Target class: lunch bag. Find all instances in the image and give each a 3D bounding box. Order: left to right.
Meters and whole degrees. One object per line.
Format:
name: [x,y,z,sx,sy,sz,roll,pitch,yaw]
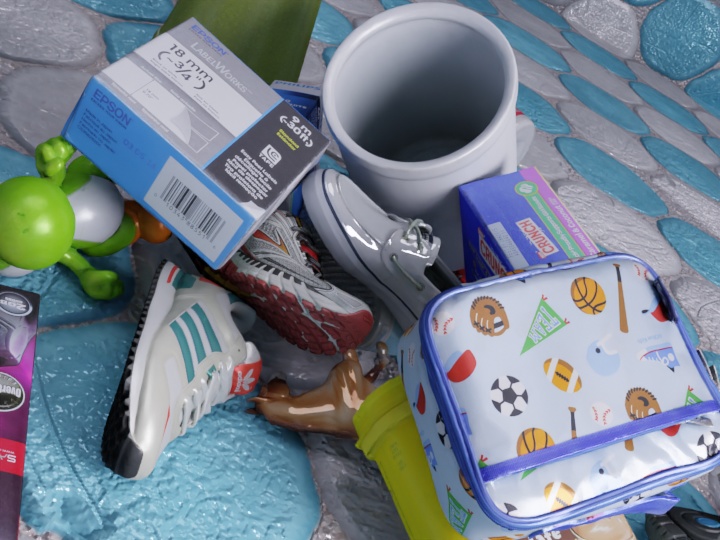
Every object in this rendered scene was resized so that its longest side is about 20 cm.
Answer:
lunch bag: [0.130,0.078,0.589,0.197,0.076,0.163,-10,67,-22]

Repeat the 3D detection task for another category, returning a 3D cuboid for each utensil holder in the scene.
utensil holder: [0.065,-0.112,0.878,0.170,0.169,0.201,47,-10,28]

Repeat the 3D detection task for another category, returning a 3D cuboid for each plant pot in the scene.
plant pot: [-0.127,-0.267,1.034,0.197,0.192,0.201,23,29,-13]

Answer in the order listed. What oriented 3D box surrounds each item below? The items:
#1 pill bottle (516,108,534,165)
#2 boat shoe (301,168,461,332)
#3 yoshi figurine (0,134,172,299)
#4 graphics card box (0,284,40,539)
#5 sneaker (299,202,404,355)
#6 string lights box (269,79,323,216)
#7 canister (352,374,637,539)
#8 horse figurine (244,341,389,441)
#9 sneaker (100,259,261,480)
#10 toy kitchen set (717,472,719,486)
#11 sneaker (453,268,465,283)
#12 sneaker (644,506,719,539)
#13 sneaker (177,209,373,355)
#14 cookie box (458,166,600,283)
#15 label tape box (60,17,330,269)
pill bottle: [0.130,-0.213,1.286,0.200,0.112,0.110,44,30,22]
boat shoe: [0.035,-0.014,0.764,0.200,0.066,0.074,48,29,-30]
yoshi figurine: [-0.207,-0.040,0.686,0.112,0.112,0.199,44,33,11]
graphics card box: [-0.246,0.076,0.518,0.124,0.051,0.201,17,30,-25]
sneaker: [0.000,0.000,0.871,0.081,0.074,0.202,25,35,-42]
string lights box: [-0.081,-0.099,0.893,0.058,0.105,0.201,9,27,6]
canister: [0.099,0.161,0.625,0.146,0.087,0.202,-12,62,-28]
horse figurine: [0.025,0.112,0.724,0.199,0.050,0.133,37,39,-1]
sneaker: [-0.111,0.066,0.643,0.092,0.071,0.201,19,27,-12]
toy kitchen set: [0.433,0.208,0.808,0.201,0.180,0.163,52,17,3]
sneaker: [0.101,0.002,0.960,0.199,0.078,0.085,35,38,12]
sneaker: [0.261,0.243,0.744,0.072,0.084,0.200,5,7,10]
sneaker: [-0.060,-0.007,0.730,0.199,0.082,0.078,32,-22,38]
cookie box: [0.148,0.047,0.793,0.074,0.202,0.172,-16,42,-7]
label tape box: [-0.102,-0.111,0.710,0.144,0.063,0.201,41,37,-4]
